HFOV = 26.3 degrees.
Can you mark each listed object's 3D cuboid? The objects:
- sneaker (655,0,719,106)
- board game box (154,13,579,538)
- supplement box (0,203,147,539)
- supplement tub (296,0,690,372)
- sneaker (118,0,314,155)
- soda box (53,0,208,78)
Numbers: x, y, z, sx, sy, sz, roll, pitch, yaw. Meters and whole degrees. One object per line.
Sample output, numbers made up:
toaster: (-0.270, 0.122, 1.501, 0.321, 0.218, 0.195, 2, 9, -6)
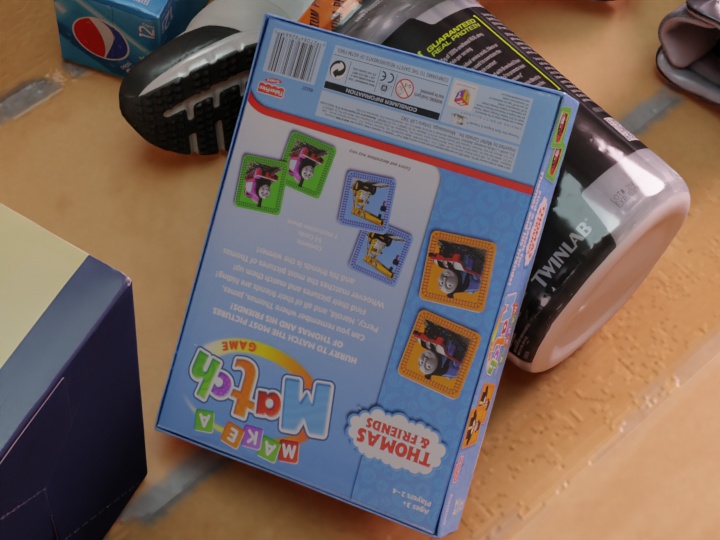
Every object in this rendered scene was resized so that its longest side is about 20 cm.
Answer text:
sneaker: (0.210, -0.171, 0.873, 0.113, 0.076, 0.202, -18, 67, -18)
board game box: (0.000, 0.000, 0.704, 0.150, 0.037, 0.202, 18, 94, 21)
supplement box: (-0.209, 0.052, 0.638, 0.198, 0.201, 0.135, 29, 62, 10)
supplement tub: (0.055, -0.057, 0.769, 0.122, 0.123, 0.200, -38, 71, -23)
sneaker: (-0.053, -0.132, 0.836, 0.199, 0.074, 0.080, -32, 64, -30)
soda box: (-0.103, -0.204, 0.866, 0.063, 0.068, 0.202, 19, 61, 5)
